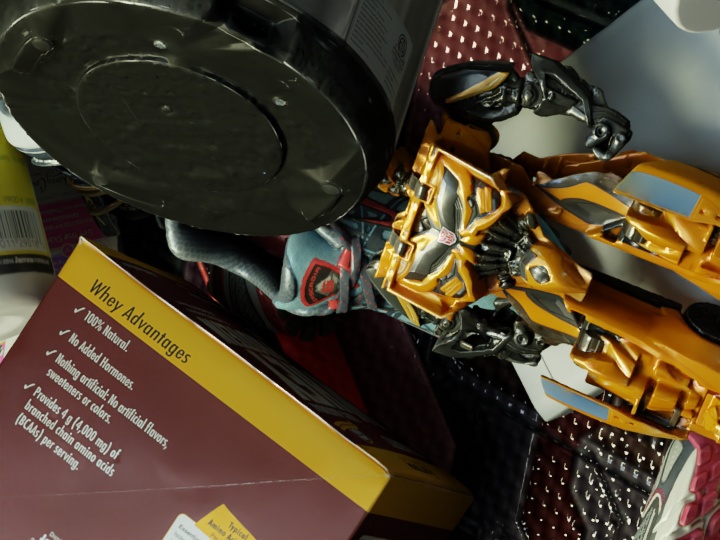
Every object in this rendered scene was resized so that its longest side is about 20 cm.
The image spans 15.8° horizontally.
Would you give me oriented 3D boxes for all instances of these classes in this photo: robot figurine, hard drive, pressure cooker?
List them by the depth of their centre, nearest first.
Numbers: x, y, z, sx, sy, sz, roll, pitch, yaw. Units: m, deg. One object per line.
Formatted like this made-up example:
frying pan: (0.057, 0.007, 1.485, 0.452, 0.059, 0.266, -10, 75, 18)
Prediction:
robot figurine: (0.095, -0.004, 1.071, 0.199, 0.058, 0.146, 22, 120, 6)
pressure cooker: (-0.044, -0.136, 1.073, 0.177, 0.201, 0.176, 20, 152, -3)
hard drive: (0.120, -0.034, 1.140, 0.200, 0.027, 0.133, -37, 74, 43)

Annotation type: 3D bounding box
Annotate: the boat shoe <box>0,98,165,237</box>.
boat shoe: (-0.118, -0.056, 1.275, 0.070, 0.200, 0.092, -8, 101, 12)

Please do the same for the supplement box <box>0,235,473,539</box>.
supplement box: (-0.091, 0.128, 1.238, 0.197, 0.133, 0.201, 35, 93, 21)

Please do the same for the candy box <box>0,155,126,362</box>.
candy box: (-0.195, -0.001, 1.411, 0.167, 0.071, 0.202, -15, 89, 57)

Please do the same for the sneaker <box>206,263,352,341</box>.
sneaker: (-0.056, -0.067, 1.273, 0.082, 0.078, 0.202, 8, 105, 45)

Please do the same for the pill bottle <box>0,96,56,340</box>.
pill bottle: (-0.220, -0.063, 1.251, 0.111, 0.111, 0.202, -25, 76, 45)

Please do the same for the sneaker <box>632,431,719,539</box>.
sneaker: (0.121, 0.152, 1.147, 0.075, 0.080, 0.201, 37, 124, 35)

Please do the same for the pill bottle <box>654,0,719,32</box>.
pill bottle: (0.102, -0.196, 1.056, 0.200, 0.111, 0.111, 54, 131, 24)

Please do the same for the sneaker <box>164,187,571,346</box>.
sneaker: (0.000, 0.000, 1.162, 0.199, 0.095, 0.080, 19, 122, 21)
